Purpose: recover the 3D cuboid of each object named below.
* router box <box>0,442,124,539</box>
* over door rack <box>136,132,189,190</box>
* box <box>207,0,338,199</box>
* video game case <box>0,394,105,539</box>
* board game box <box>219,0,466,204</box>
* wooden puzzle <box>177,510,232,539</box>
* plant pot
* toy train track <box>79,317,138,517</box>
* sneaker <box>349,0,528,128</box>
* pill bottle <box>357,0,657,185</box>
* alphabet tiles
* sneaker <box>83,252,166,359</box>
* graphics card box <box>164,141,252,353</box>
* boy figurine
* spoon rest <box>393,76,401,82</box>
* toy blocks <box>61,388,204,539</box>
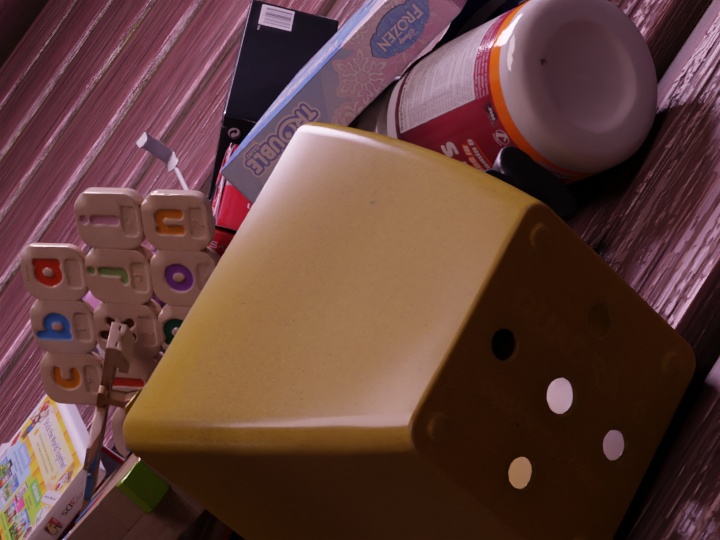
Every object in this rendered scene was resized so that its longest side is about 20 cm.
[{"bbox_3d":[-0.283,0.220,1.759,0.180,0.049,0.200,-60,20,-20],"label":"router box"},{"bbox_3d":[-0.171,-0.004,1.838,0.148,0.066,0.200,-50,40,10],"label":"over door rack"},{"bbox_3d":[-0.071,-0.097,1.686,0.200,0.078,0.142,-83,8,-58],"label":"box"},{"bbox_3d":[-0.267,0.189,1.668,0.182,0.023,0.200,-52,19,2],"label":"video game case"},{"bbox_3d":[0.009,-0.152,1.469,0.200,0.043,0.199,-43,8,27],"label":"board game box"},{"bbox_3d":[-0.143,0.213,1.471,0.185,0.037,0.201,-28,26,50],"label":"wooden puzzle"},{"bbox_3d":[0.041,0.059,1.084,0.176,0.200,0.201,0,55,54],"label":"plant pot"},{"bbox_3d":[-0.165,0.111,1.485,0.201,0.032,0.115,106,174,-46],"label":"toy train track"},{"bbox_3d":[0.076,-0.135,1.512,0.199,0.081,0.115,-38,20,21],"label":"sneaker"},{"bbox_3d":[0.084,-0.095,1.355,0.200,0.109,0.110,-21,37,58],"label":"pill bottle"},{"bbox_3d":[-0.134,0.039,1.494,0.194,0.201,0.015,1,24,19],"label":"alphabet tiles"},{"bbox_3d":[-0.174,0.021,1.661,0.081,0.088,0.200,-61,-15,8],"label":"sneaker"},{"bbox_3d":[-0.104,0.027,1.561,0.126,0.051,0.201,-84,13,-60],"label":"graphics card box"},{"bbox_3d":[0.049,0.016,1.293,0.200,0.064,0.124,-49,0,39],"label":"boy figurine"},{"bbox_3d":[-0.016,-0.059,1.584,0.200,0.060,0.099,-54,-15,-12],"label":"spoon rest"},{"bbox_3d":[-0.125,0.133,1.402,0.137,0.100,0.200,-46,4,35],"label":"toy blocks"}]
